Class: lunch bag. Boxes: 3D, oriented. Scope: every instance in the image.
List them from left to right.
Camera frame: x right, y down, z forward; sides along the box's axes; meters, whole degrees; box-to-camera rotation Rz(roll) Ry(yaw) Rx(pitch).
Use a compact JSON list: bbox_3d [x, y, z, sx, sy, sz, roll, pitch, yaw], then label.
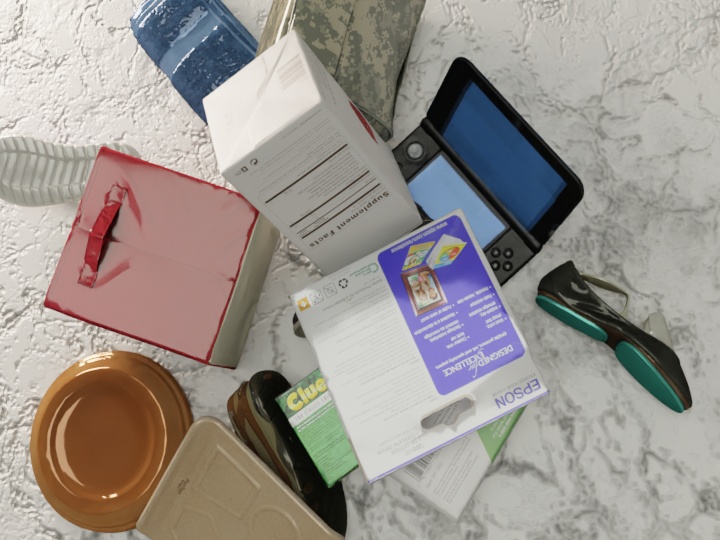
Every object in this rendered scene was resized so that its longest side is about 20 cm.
[{"bbox_3d":[-0.019,-0.251,0.990,0.165,0.139,0.204,20,75,-19],"label":"lunch bag"}]

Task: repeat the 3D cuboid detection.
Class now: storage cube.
[{"bbox_3d":[-0.199,-0.006,0.955,0.176,0.200,0.175,18,82,4],"label":"storage cube"}]

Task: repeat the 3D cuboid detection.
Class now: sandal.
[{"bbox_3d":[-0.359,-0.117,1.073,0.197,0.050,0.085,3,95,-4],"label":"sandal"}]

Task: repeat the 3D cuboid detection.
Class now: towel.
[{"bbox_3d":[-0.187,-0.262,1.069,0.111,0.049,0.201,-41,77,1],"label":"towel"}]

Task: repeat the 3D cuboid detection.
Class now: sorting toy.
[{"bbox_3d":[-0.128,0.275,0.944,0.199,0.036,0.187,38,116,11],"label":"sorting toy"}]

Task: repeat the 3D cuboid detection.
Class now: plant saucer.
[{"bbox_3d":[-0.286,0.192,1.011,0.195,0.037,0.205,-1,81,9],"label":"plant saucer"}]

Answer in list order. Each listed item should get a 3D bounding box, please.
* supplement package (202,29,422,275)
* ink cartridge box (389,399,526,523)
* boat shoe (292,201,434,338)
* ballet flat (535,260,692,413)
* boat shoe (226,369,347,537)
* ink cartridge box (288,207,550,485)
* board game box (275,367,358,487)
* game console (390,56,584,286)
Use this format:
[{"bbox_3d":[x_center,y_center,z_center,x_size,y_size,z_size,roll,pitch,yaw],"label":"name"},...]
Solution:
[{"bbox_3d":[-0.045,-0.108,0.892,0.119,0.200,0.123,-32,47,12],"label":"supplement package"},{"bbox_3d":[0.057,0.143,0.943,0.198,0.084,0.148,33,85,13],"label":"ink cartridge box"},{"bbox_3d":[0.000,0.000,0.983,0.199,0.072,0.063,-37,60,14],"label":"boat shoe"},{"bbox_3d":[0.276,0.060,0.936,0.199,0.068,0.069,40,79,12],"label":"ballet flat"},{"bbox_3d":[-0.081,0.209,0.966,0.073,0.075,0.203,-27,85,31],"label":"boat shoe"},{"bbox_3d":[0.053,0.073,0.868,0.195,0.043,0.203,-26,72,3],"label":"ink cartridge box"},{"bbox_3d":[0.022,0.115,0.898,0.198,0.023,0.106,-35,77,0],"label":"board game box"},{"bbox_3d":[0.110,-0.087,0.958,0.170,0.118,0.201,-41,77,0],"label":"game console"}]
